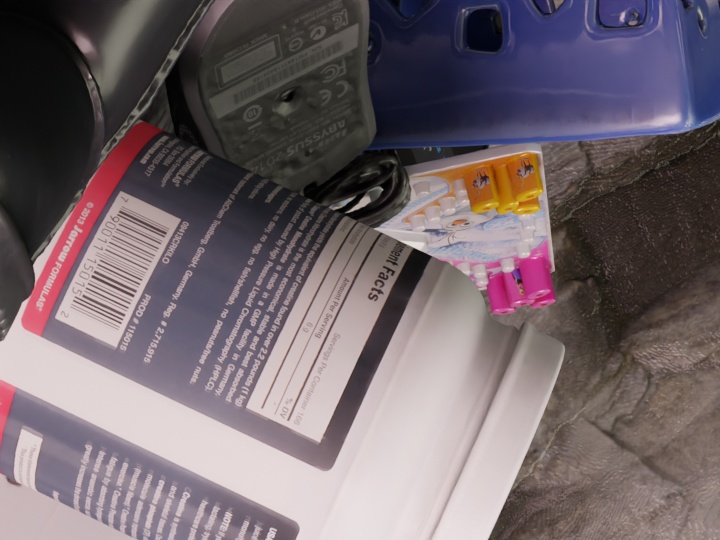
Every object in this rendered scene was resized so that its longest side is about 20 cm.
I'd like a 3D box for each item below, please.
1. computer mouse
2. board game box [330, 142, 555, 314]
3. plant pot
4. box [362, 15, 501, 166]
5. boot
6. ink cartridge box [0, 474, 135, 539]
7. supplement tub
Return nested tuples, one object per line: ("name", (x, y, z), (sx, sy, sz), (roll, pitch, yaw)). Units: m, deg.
("computer mouse", (-0.046, -0.073, 0.922), (0.138, 0.053, 0.201), (-25, 146, -18))
("board game box", (0.000, 0.000, 1.102), (0.200, 0.198, 0.026), (68, 10, -71))
("plant pot", (0.084, -0.160, 1.060), (0.200, 0.198, 0.181), (-25, 112, -67))
("box", (0.036, -0.146, 1.244), (0.199, 0.049, 0.200), (-65, 150, -29))
("boot", (-0.074, -0.068, 0.504), (0.169, 0.076, 0.200), (-61, -177, -12))
("ink cartridge box", (-0.131, 0.123, 0.962), (0.147, 0.085, 0.200), (-62, 178, -29))
("supplement tub", (-0.040, 0.041, 0.798), (0.140, 0.199, 0.141), (25, 90, -87))
